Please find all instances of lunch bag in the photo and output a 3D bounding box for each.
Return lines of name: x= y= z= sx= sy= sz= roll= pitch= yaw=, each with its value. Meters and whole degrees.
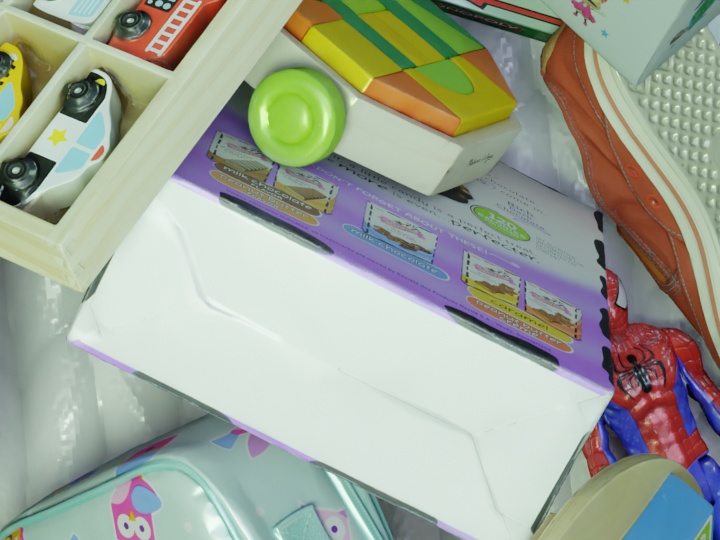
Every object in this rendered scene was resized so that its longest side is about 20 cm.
lunch bag: x=-0.034 y=0.152 z=0.961 sx=0.077 sy=0.160 sz=0.201 roll=-30 pitch=91 yaw=-45

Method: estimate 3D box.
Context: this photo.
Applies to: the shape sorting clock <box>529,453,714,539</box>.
shape sorting clock: x=0.072 y=0.159 z=0.908 sx=0.039 sy=0.200 sz=0.201 roll=19 pitch=85 yaw=26

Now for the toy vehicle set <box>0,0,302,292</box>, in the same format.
toy vehicle set: x=-0.085 y=-0.096 z=0.869 sx=0.124 sy=0.027 sz=0.201 roll=22 pitch=63 yaw=26

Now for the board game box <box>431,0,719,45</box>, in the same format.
board game box: x=0.116 y=-0.148 z=1.054 sx=0.199 sy=0.029 sz=0.136 roll=16 pitch=87 yaw=-6

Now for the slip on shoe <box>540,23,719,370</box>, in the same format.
slip on shoe: x=0.133 y=-0.020 z=1.032 sx=0.074 sy=0.061 sz=0.201 roll=-42 pitch=112 yaw=-27

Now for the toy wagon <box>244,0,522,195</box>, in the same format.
toy wagon: x=-0.034 y=-0.101 z=0.961 sx=0.200 sy=0.155 sz=0.040 roll=42 pitch=112 yaw=11

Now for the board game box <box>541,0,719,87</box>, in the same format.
board game box: x=0.119 y=-0.185 z=0.990 sx=0.148 sy=0.064 sz=0.200 roll=44 pitch=61 yaw=10

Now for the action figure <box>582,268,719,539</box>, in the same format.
action figure: x=0.130 y=0.091 z=1.039 sx=0.065 sy=0.052 sz=0.201 roll=-25 pitch=88 yaw=-3

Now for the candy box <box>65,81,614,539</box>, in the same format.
candy box: x=0.000 y=0.000 z=0.947 sx=0.167 sy=0.200 sz=0.072 roll=26 pitch=108 yaw=-4
